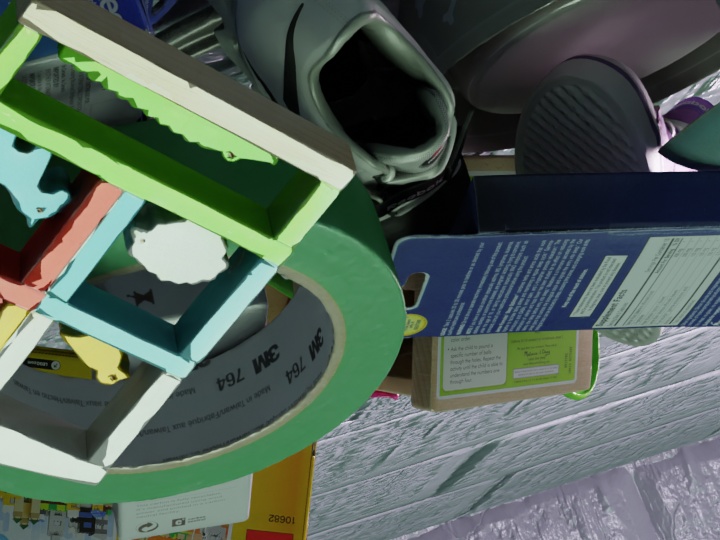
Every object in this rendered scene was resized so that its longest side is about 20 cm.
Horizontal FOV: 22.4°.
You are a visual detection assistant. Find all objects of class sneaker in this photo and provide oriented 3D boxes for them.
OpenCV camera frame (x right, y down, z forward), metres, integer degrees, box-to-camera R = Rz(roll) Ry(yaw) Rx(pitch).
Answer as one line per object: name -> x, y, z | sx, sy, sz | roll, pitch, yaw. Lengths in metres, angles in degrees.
sneaker -> 0.009, -0.054, 0.762 | 0.074, 0.088, 0.200 | -45, 140, -5
sneaker -> 0.135, -0.062, 0.894 | 0.114, 0.073, 0.201 | -57, 154, -23

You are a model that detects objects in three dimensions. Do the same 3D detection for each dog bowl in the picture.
dog bowl -> 0.108, -0.125, 0.850 | 0.200, 0.059, 0.200 | -18, 165, -5

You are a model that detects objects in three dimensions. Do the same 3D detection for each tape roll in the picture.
tape roll -> -0.083, 0.023, 0.735 | 0.200, 0.048, 0.201 | -12, 144, -9

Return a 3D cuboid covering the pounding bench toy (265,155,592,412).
pounding bench toy -> 0.000, 0.000, 0.946 | 0.200, 0.125, 0.156 | -4, -173, -44

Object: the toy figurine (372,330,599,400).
toy figurine -> 0.035, 0.020, 1.186 | 0.184, 0.150, 0.200 | -16, 146, 22

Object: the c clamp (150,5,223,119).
c clamp -> -0.074, -0.075, 0.855 | 0.170, 0.027, 0.200 | -20, 166, 3

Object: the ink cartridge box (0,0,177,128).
ink cartridge box -> -0.152, -0.073, 0.666 | 0.199, 0.077, 0.136 | -15, 165, -14

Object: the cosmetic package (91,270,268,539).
cosmetic package -> -0.092, 0.038, 0.885 | 0.071, 0.102, 0.200 | -8, 146, -12

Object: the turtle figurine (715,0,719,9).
turtle figurine -> 0.155, -0.165, 0.695 | 0.101, 0.150, 0.200 | 23, -164, 34

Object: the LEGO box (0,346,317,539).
LEGO box -> -0.127, 0.126, 1.030 | 0.199, 0.149, 0.077 | 7, 173, -7

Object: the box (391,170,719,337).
box -> 0.105, -0.006, 0.810 | 0.199, 0.032, 0.121 | -3, 157, -9

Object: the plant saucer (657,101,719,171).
plant saucer -> 0.219, -0.096, 0.779 | 0.200, 0.027, 0.200 | -33, 176, -2

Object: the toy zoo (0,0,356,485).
toy zoo -> -0.111, 0.004, 0.637 | 0.131, 0.020, 0.200 | 27, 118, -29
